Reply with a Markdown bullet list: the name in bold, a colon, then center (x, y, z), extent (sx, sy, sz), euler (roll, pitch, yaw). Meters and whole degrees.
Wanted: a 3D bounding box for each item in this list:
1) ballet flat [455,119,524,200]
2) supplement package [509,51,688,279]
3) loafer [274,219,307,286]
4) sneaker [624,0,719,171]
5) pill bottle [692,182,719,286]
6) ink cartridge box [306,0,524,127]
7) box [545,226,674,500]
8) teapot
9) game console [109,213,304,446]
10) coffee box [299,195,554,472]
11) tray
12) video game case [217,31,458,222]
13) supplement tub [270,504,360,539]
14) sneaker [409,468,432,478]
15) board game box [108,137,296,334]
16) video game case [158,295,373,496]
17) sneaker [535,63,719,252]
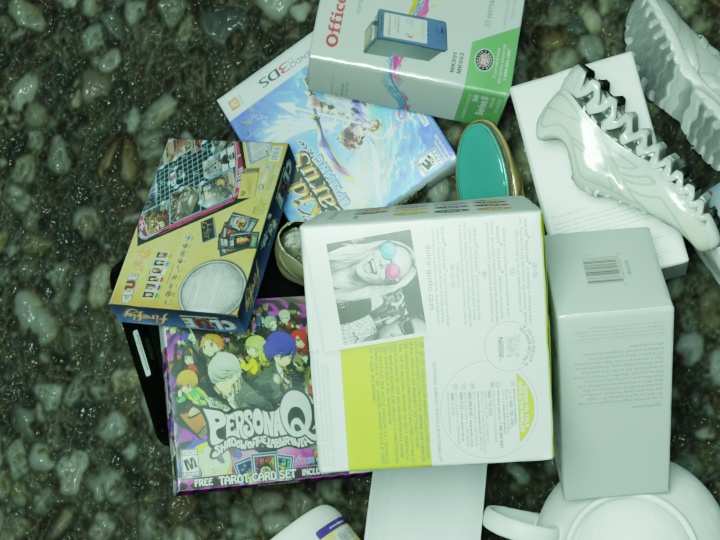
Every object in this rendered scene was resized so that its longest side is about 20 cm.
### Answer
- **ballet flat**: center (0.138, -0.047, 1.298), extent (0.068, 0.063, 0.203), euler (-11, 85, 36)
- **supplement package**: center (0.227, -0.083, 1.251), extent (0.120, 0.120, 0.203), euler (-14, 81, 11)
- **loafer**: center (0.000, 0.000, 1.264), extent (0.198, 0.067, 0.077), euler (12, 79, 21)
- **sneaker**: center (0.328, -0.185, 1.279), extent (0.081, 0.075, 0.201), euler (-21, 71, -26)
- **pill bottle**: center (0.404, -0.064, 1.216), extent (0.199, 0.109, 0.109), euler (-34, 78, 7)
- **ink cartridge box**: center (0.055, -0.237, 1.291), extent (0.197, 0.088, 0.147), euler (11, 74, 1)
- **box**: center (0.214, 0.082, 1.154), extent (0.096, 0.125, 0.202), euler (-5, 124, 4)
- **teapot**: center (0.242, 0.257, 1.197), extent (0.199, 0.146, 0.199), euler (-32, 78, 8)
- **game console**: center (-0.147, 0.057, 1.372), extent (0.175, 0.116, 0.202), euler (-28, 76, 39)
- **coffee box**: center (0.060, 0.047, 1.129), extent (0.195, 0.200, 0.203), euler (-4, 96, 4)
- **tray**: center (0.060, 0.224, 1.216), extent (0.106, 0.022, 0.203), euler (5, 70, 10)
- **video game case**: center (-0.022, -0.141, 1.352), extent (0.180, 0.045, 0.201), euler (-34, 78, 8)
- **supplement tub**: center (-0.023, 0.341, 1.247), extent (0.145, 0.145, 0.201), euler (-41, 77, 5)
- **sneaker**: center (0.047, 0.235, 1.280), extent (0.088, 0.074, 0.202), euler (-27, 78, 6)
- **board game box**: center (-0.151, -0.038, 1.289), extent (0.134, 0.035, 0.202), euler (5, 58, 17)
- **video game case**: center (-0.092, 0.118, 1.291), extent (0.197, 0.036, 0.184), euler (-2, 74, -16)
- **sneaker**: center (0.236, -0.086, 1.158), extent (0.081, 0.075, 0.200), euler (-45, 75, 17)
